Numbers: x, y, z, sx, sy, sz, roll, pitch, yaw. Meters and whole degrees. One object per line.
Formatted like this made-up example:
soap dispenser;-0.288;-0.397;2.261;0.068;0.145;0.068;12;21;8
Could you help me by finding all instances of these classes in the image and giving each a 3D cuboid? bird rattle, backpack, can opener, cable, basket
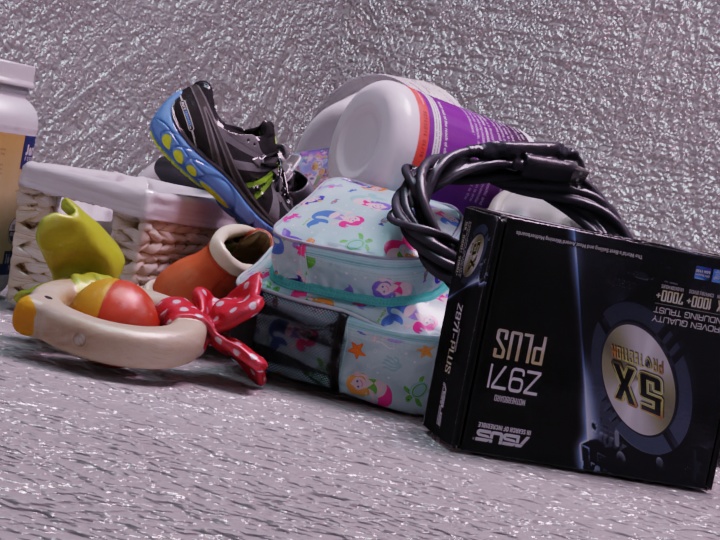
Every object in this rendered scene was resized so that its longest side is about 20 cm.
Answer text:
bird rattle;-0.165;0.041;1.369;0.199;0.114;0.163;25;18;11
backpack;0.017;0.023;1.480;0.198;0.152;0.178;21;29;16
can opener;-0.113;-0.082;1.733;0.199;0.053;0.067;9;-39;54
cable;0.111;-0.025;1.430;0.198;0.165;0.051;0;-29;-27
basket;-0.199;-0.017;1.636;0.134;0.125;0.200;13;5;23

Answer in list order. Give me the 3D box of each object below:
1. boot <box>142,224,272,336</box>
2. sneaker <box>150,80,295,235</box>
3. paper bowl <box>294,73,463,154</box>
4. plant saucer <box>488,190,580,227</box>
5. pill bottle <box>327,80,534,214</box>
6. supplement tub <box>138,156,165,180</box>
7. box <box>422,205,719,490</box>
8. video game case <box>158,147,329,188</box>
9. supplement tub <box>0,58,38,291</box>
boot;-0.093;0.010;1.576;0.075;0.107;0.200;52;22;15
sneaker;-0.086;-0.081;1.597;0.200;0.083;0.071;44;-10;-21
paper bowl;0.012;-0.085;1.802;0.200;0.203;0.104;15;7;43
plant saucer;0.180;0.012;1.518;0.050;0.202;0.199;-34;-22;29
pill bottle;0.078;-0.082;1.616;0.199;0.114;0.112;18;0;-32
supplement tub;-0.153;-0.047;1.939;0.143;0.146;0.200;12;4;9
box;0.160;0.054;1.342;0.198;0.166;0.086;11;4;-14
video game case;-0.110;-0.039;1.752;0.198;0.144;0.018;-8;-34;24
supplement tub;-0.357;-0.089;1.634;0.143;0.202;0.144;11;4;-1
